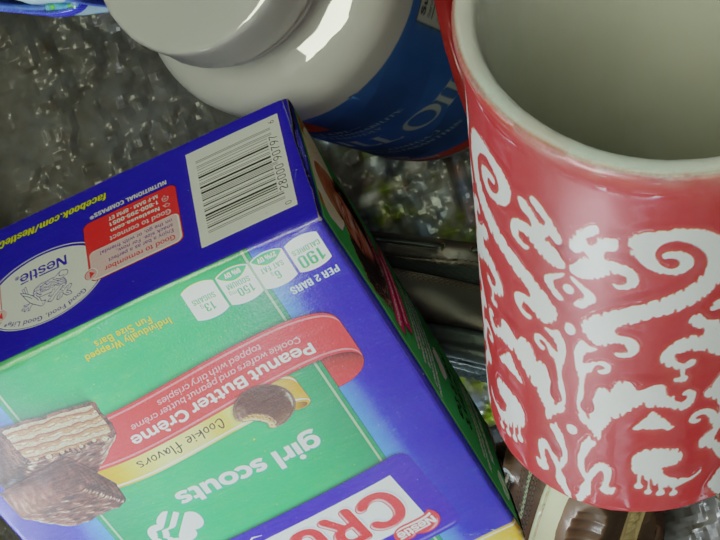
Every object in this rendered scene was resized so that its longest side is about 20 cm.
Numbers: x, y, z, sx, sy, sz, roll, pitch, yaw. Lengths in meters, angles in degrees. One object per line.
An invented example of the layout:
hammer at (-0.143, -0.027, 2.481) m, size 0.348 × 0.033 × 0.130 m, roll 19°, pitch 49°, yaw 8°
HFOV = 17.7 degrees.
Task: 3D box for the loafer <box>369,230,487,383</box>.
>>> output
loafer at (0.000, 0.000, 1.005) m, size 0.199 × 0.072 × 0.063 m, roll 16°, pitch 81°, yaw 10°

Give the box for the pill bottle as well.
pill bottle at (-0.016, -0.109, 0.903) m, size 0.112 × 0.200 × 0.113 m, roll -3°, pitch 84°, yaw 28°

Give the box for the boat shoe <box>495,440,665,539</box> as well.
boat shoe at (0.085, 0.096, 0.966) m, size 0.075 × 0.074 × 0.203 m, roll 48°, pitch 133°, yaw 36°

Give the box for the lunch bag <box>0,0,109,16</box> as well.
lunch bag at (-0.177, -0.158, 0.991) m, size 0.199 × 0.161 × 0.083 m, roll 10°, pitch 98°, yaw 17°

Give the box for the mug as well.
mug at (0.098, -0.034, 0.803) m, size 0.133 × 0.201 × 0.178 m, roll -5°, pitch 50°, yaw -1°

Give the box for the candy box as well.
candy box at (-0.054, 0.055, 0.884) m, size 0.168 × 0.200 × 0.077 m, roll -24°, pitch 44°, yaw 10°
